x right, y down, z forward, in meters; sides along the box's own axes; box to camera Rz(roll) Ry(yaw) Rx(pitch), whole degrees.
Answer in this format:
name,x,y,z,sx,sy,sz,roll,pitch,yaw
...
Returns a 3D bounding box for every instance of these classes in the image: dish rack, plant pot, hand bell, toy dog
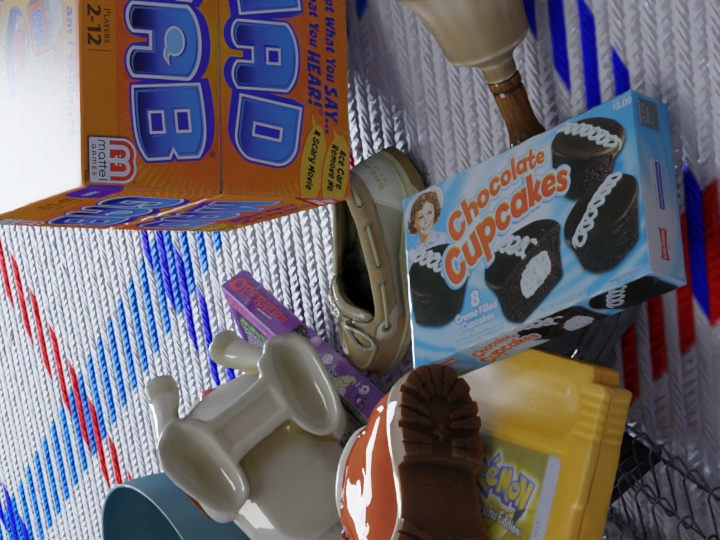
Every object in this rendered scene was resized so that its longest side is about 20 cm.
name,x,y,z,sx,sy,sz,roll,pitch,yaw
dish rack,0.164,0.168,1.515,0.200,0.153,0.055,35,159,47
plant pot,-0.110,0.248,2.048,0.200,0.134,0.201,38,140,42
hand bell,0.091,-0.111,1.524,0.104,0.104,0.201,13,132,56
toy dog,-0.072,0.134,1.836,0.194,0.140,0.200,44,170,-11

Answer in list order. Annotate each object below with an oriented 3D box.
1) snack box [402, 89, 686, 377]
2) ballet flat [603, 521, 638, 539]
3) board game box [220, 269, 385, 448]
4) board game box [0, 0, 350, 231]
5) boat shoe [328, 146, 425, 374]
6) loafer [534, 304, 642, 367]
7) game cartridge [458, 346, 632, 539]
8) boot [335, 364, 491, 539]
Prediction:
name,x,y,z,sx,sy,sz,roll,pitch,yaw
snack box,0.107,-0.019,1.480,0.199,0.037,0.117,-25,60,43
ballet flat,0.135,0.190,1.662,0.200,0.071,0.072,20,127,55
board game box,-0.028,0.093,1.876,0.200,0.032,0.120,41,164,39
board game box,-0.140,-0.139,1.702,0.199,0.199,0.202,-12,78,61
boat shoe,0.002,0.001,1.757,0.073,0.063,0.201,48,147,31
loafer,0.131,0.029,1.548,0.070,0.069,0.201,48,146,32
game cartridge,0.086,0.145,1.506,0.176,0.032,0.202,14,93,57
boot,0.027,0.170,1.505,0.107,0.075,0.201,-37,44,51
